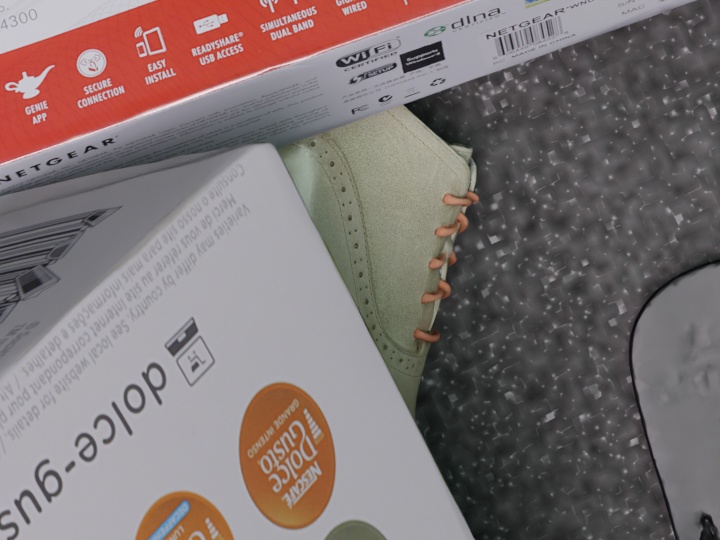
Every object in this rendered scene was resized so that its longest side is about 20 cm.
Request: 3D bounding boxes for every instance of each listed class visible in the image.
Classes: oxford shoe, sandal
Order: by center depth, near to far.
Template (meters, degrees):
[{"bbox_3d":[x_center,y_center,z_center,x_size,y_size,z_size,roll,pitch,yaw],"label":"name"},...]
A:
[{"bbox_3d":[0.000,0.000,0.744,0.073,0.071,0.201,-18,95,-1],"label":"oxford shoe"},{"bbox_3d":[0.117,0.096,0.765,0.075,0.045,0.201,-19,95,2],"label":"sandal"}]

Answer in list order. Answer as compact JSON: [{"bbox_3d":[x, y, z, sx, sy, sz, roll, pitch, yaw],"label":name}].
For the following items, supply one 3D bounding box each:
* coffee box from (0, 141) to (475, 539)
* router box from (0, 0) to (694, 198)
[{"bbox_3d":[-0.098,0.117,0.634,0.199,0.200,0.198,-10,115,41],"label":"coffee box"},{"bbox_3d":[-0.023,-0.124,0.708,0.199,0.049,0.180,-20,71,1],"label":"router box"}]
